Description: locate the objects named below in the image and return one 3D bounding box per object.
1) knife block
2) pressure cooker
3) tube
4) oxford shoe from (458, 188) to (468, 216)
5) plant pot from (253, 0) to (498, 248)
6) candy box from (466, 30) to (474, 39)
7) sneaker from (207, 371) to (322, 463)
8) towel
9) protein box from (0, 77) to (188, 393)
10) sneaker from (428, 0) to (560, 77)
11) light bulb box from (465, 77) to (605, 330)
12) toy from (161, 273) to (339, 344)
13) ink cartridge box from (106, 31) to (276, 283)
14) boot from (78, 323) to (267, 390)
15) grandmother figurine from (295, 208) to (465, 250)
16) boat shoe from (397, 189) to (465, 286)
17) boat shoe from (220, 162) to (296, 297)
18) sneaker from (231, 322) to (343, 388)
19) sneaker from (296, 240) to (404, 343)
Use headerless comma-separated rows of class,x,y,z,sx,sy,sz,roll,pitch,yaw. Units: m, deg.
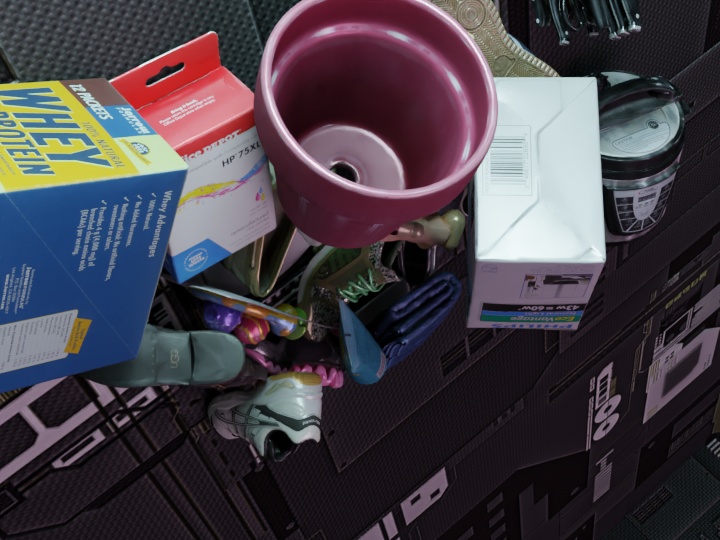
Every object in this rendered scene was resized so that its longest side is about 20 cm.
knife block,0.212,-0.322,1.041,0.064,0.176,0.201,-22,142,-35
pressure cooker,0.308,-0.150,1.364,0.201,0.177,0.177,88,23,-50
tube,-0.003,0.091,1.236,0.050,0.078,0.200,-16,165,2
oxford shoe,0.124,-0.135,1.269,0.075,0.058,0.201,-33,145,-15
plant pot,0.001,-0.113,0.953,0.199,0.201,0.179,-32,166,-22
candy box,0.054,-0.170,1.084,0.056,0.117,0.201,-34,147,-20
sneaker,-0.113,0.177,1.246,0.075,0.088,0.200,4,160,-34
towel,0.062,0.070,1.376,0.111,0.049,0.200,-35,170,-20
protein box,-0.269,-0.024,0.846,0.199,0.135,0.200,-13,136,-42
sneaker,0.121,-0.241,1.144,0.200,0.109,0.070,36,101,-28
light bulb box,0.172,-0.062,1.121,0.124,0.200,0.200,1,158,3
toy,-0.121,0.048,1.121,0.200,0.114,0.048,16,88,-58
ink cartridge box,-0.146,-0.097,0.976,0.116,0.067,0.201,-32,146,-22
boot,-0.195,0.094,1.113,0.174,0.198,0.070,110,-12,-80
grandmother figurine,0.009,-0.050,1.112,0.199,0.121,0.061,4,81,-45
boat shoe,0.079,-0.062,1.269,0.072,0.063,0.201,10,138,0
boat shoe,-0.077,-0.069,1.096,0.073,0.063,0.201,0,126,-50
sneaker,-0.079,0.078,1.275,0.200,0.079,0.096,19,89,-57
sneaker,0.000,0.000,1.225,0.077,0.088,0.201,21,100,-54
